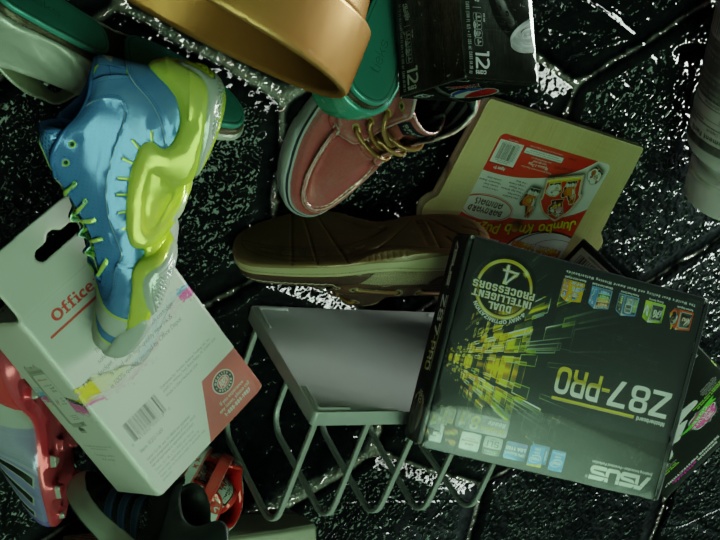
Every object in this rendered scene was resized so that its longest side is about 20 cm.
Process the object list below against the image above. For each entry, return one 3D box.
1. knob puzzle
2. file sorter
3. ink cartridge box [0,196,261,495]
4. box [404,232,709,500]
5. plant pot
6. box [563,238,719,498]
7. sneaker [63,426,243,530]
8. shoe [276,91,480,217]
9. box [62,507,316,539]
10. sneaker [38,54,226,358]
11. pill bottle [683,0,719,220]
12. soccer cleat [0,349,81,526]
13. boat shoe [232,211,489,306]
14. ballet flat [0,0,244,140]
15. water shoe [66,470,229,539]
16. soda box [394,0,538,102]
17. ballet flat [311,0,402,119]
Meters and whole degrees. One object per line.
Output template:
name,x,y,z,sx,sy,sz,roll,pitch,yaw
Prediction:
knob puzzle,0.124,-0.041,1.057,0.219,0.030,0.220,-15,128,-20
file sorter,0.007,0.120,1.035,0.200,0.139,0.125,3,122,-30
ink cartridge box,-0.175,0.045,0.877,0.116,0.067,0.200,-46,113,-31
box,0.148,0.073,0.948,0.200,0.049,0.162,15,91,-12
plant pot,-0.068,-0.210,0.742,0.200,0.200,0.140,26,89,-39
box,0.236,0.091,1.112,0.124,0.149,0.200,-46,142,7
sneaker,-0.153,0.133,0.967,0.202,0.108,0.067,73,33,-44
shoe,0.016,-0.109,0.909,0.071,0.091,0.200,24,108,-38
box,-0.138,0.249,1.025,0.200,0.068,0.082,-1,94,-27
sneaker,-0.161,-0.046,0.793,0.105,0.076,0.200,16,103,-15
pill bottle,0.337,-0.144,1.046,0.114,0.114,0.200,-11,127,-22
soccer cleat,-0.263,0.118,0.945,0.076,0.067,0.200,3,133,7
boat shoe,0.000,0.000,0.978,0.200,0.072,0.072,-4,128,-14
ballet flat,-0.170,-0.127,0.822,0.200,0.069,0.069,25,107,-34
water shoe,-0.145,0.186,0.912,0.079,0.200,0.072,-44,125,-14
soda box,0.063,-0.213,0.808,0.063,0.071,0.200,-2,88,-36
ballet flat,0.015,-0.188,0.859,0.067,0.070,0.200,35,67,-28
